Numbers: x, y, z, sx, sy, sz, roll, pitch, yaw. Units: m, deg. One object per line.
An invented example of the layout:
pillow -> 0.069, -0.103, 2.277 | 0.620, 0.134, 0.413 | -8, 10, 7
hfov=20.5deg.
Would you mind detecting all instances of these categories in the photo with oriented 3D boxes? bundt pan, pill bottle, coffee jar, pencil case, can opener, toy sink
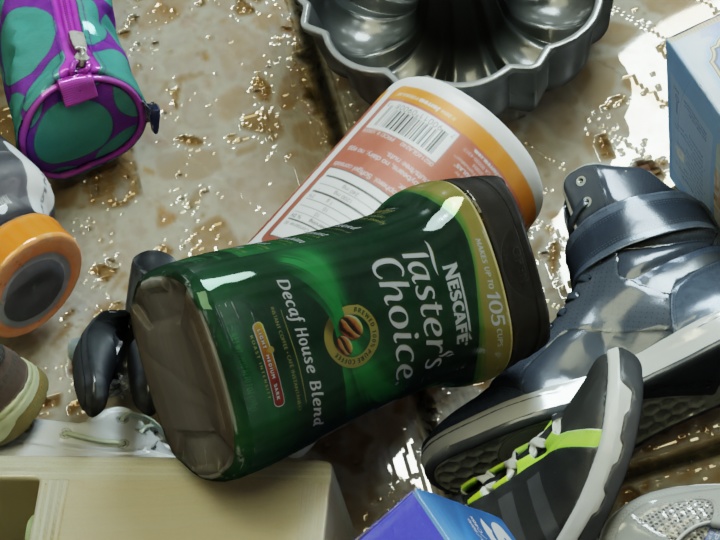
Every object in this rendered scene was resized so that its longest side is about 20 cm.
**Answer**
bundt pan -> 0.059, -0.167, 1.192 | 0.201, 0.076, 0.203 | -4, 57, 6
pill bottle -> 0.000, 0.000, 1.077 | 0.112, 0.112, 0.200 | 32, 69, 26
pill bottle -> -0.249, -0.045, 1.152 | 0.106, 0.106, 0.200 | -43, 61, -17
coffee jar -> -0.003, 0.022, 0.954 | 0.199, 0.085, 0.105 | -20, 94, -32
pencil case -> -0.186, -0.156, 1.216 | 0.085, 0.093, 0.201 | -5, 53, -21
can opener -> -0.126, 0.043, 1.043 | 0.063, 0.079, 0.200 | -8, 12, 1
toy sink -> -0.105, 0.169, 0.978 | 0.199, 0.131, 0.113 | 1, 58, 9

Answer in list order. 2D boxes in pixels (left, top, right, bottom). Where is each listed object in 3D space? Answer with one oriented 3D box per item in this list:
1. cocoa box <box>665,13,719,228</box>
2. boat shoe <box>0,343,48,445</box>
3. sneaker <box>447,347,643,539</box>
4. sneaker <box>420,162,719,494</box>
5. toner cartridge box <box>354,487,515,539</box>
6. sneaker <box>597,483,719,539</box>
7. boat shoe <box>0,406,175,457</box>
cocoa box -> 0.261, -0.041, 1.043 | 0.131, 0.134, 0.201 | -24, 57, -6
boat shoe -> -0.265, 0.067, 1.079 | 0.200, 0.066, 0.072 | -11, 39, 25
sneaker -> 0.070, 0.122, 0.967 | 0.082, 0.072, 0.201 | 26, 92, 4
sneaker -> 0.110, 0.028, 1.063 | 0.201, 0.077, 0.147 | -23, 53, 0
toner cartridge box -> 0.081, 0.190, 0.862 | 0.043, 0.095, 0.200 | -43, 60, 13
sneaker -> 0.201, 0.135, 0.904 | 0.199, 0.082, 0.075 | 7, 79, 24
boat shoe -> -0.132, 0.103, 1.056 | 0.199, 0.074, 0.067 | 3, 61, 13
